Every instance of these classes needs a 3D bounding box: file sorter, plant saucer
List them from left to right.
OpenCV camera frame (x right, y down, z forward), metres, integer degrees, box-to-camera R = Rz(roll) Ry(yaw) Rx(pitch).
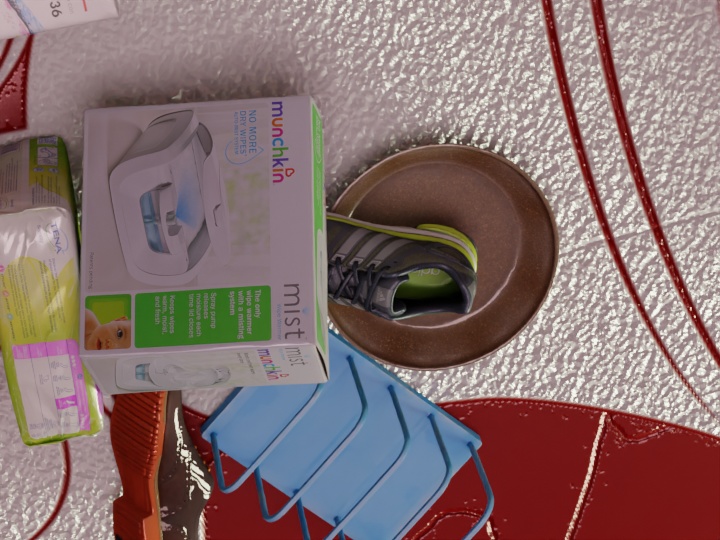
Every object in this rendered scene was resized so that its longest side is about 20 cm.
[{"bbox_3d":[-0.008,0.161,1.710,0.200,0.123,0.139,36,103,-21],"label":"file sorter"},{"bbox_3d":[0.060,-0.015,1.689,0.200,0.037,0.201,-3,114,-7],"label":"plant saucer"}]

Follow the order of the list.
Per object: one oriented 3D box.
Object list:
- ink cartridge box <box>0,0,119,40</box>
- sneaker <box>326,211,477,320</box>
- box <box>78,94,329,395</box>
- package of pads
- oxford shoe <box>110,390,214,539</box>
[{"bbox_3d":[-0.246,-0.237,1.522,0.200,0.068,0.117,-12,115,-3],"label":"ink cartridge box"},{"bbox_3d":[0.000,0.000,1.621,0.200,0.081,0.074,0,114,-9],"label":"sneaker"},{"bbox_3d":[-0.114,-0.017,1.554,0.176,0.200,0.097,-3,159,5],"label":"box"},{"bbox_3d":[-0.242,0.017,1.589,0.068,0.155,0.200,-8,115,-5],"label":"package of pads"},{"bbox_3d":[-0.161,0.155,1.724,0.072,0.071,0.200,-10,117,-34],"label":"oxford shoe"}]
